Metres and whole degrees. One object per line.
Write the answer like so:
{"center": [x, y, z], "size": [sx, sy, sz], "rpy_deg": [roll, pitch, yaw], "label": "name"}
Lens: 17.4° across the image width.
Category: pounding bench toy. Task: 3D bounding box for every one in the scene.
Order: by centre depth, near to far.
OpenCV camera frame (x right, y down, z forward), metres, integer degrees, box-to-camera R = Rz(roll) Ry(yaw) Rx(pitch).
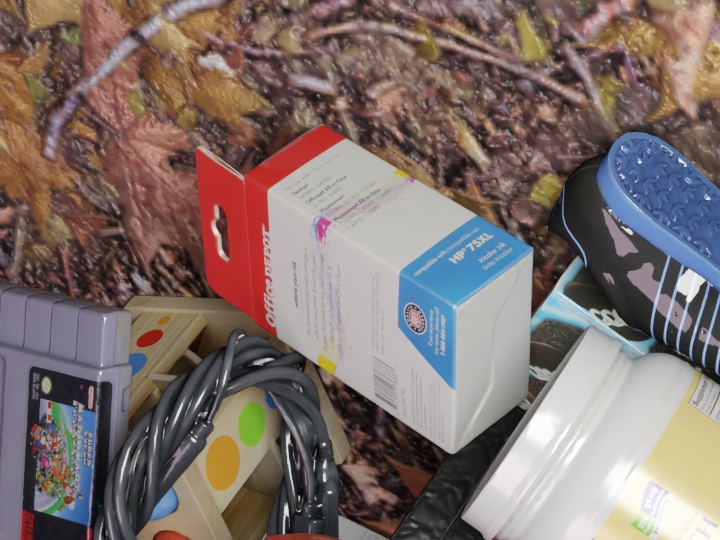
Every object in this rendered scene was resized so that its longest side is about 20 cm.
{"center": [-0.142, 0.113, 1.475], "size": [0.200, 0.156, 0.124], "rpy_deg": [2, 129, 36], "label": "pounding bench toy"}

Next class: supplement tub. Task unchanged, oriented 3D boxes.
{"center": [0.168, 0.134, 1.218], "size": [0.200, 0.145, 0.146], "rpy_deg": [34, 140, 3], "label": "supplement tub"}

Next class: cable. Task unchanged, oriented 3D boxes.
{"center": [-0.084, 0.129, 1.351], "size": [0.051, 0.163, 0.201], "rpy_deg": [27, 123, 50], "label": "cable"}

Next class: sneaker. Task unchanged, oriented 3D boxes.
{"center": [0.183, 0.017, 1.219], "size": [0.200, 0.070, 0.078], "rpy_deg": [47, 143, -1], "label": "sneaker"}

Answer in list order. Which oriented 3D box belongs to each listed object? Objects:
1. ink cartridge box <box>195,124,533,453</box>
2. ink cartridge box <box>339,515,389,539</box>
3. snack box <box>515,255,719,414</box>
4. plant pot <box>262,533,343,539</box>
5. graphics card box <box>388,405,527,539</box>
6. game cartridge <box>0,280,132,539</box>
{"center": [0.000, 0.000, 1.312], "size": [0.200, 0.067, 0.116], "rpy_deg": [33, 142, 31], "label": "ink cartridge box"}
{"center": [0.015, 0.223, 1.558], "size": [0.200, 0.039, 0.100], "rpy_deg": [26, 139, 16], "label": "ink cartridge box"}
{"center": [0.172, 0.088, 1.313], "size": [0.200, 0.037, 0.116], "rpy_deg": [35, 141, 2], "label": "snack box"}
{"center": [-0.029, 0.260, 1.292], "size": [0.200, 0.201, 0.196], "rpy_deg": [16, 140, 24], "label": "plant pot"}
{"center": [0.044, 0.165, 1.383], "size": [0.051, 0.126, 0.200], "rpy_deg": [35, 154, 5], "label": "graphics card box"}
{"center": [-0.195, 0.111, 1.391], "size": [0.129, 0.038, 0.201], "rpy_deg": [12, 102, 38], "label": "game cartridge"}
